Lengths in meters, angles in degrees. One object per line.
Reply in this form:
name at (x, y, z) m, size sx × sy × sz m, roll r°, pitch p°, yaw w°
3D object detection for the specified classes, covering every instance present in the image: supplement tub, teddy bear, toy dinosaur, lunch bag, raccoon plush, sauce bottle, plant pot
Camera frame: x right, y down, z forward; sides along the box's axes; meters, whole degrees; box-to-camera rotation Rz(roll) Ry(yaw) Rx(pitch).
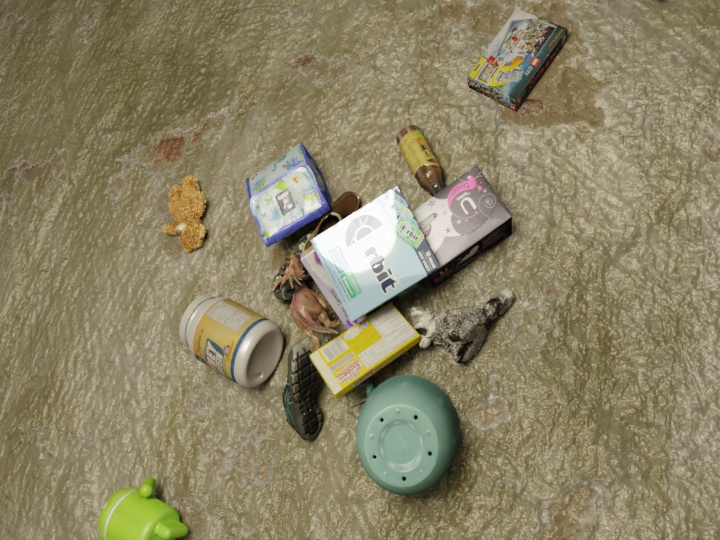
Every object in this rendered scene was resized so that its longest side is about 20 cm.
supplement tub at (-0.278, 0.147, 1.154) m, size 0.195 × 0.145 × 0.149 m, roll 22°, pitch 79°, yaw 25°
teddy bear at (-0.448, -0.149, 1.364) m, size 0.139 × 0.067 × 0.208 m, roll -9°, pitch 68°, yaw 20°
toy dinosaur at (-0.112, 0.067, 1.046) m, size 0.085 × 0.137 × 0.201 m, roll -35°, pitch 33°, yaw -2°
lunch bag at (-0.160, -0.163, 1.208) m, size 0.166 × 0.128 × 0.204 m, roll -29°, pitch 48°, yaw 10°
raccoon plush at (0.191, 0.091, 1.055) m, size 0.197 × 0.099 × 0.133 m, roll -31°, pitch 46°, yaw -25°
sauce bottle at (0.143, -0.225, 1.174) m, size 0.063 × 0.065 × 0.205 m, roll -28°, pitch 66°, yaw 8°
plant pot at (0.077, 0.293, 0.938) m, size 0.192 × 0.161 × 0.210 m, roll -1°, pitch 82°, yaw 10°

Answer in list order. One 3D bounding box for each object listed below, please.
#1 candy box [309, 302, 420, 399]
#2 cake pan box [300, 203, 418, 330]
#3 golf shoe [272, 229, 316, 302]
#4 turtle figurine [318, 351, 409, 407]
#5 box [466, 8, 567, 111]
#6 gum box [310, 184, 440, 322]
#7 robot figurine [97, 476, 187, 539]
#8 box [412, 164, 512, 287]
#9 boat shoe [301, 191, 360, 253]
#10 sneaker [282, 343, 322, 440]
candy box at (0.009, 0.148, 1.019) m, size 0.196 × 0.027 × 0.103 m, roll -31°, pitch 53°, yaw -16°
cake pan box at (0.000, 0.000, 1.096) m, size 0.180 × 0.053 × 0.203 m, roll -31°, pitch 108°, yaw 6°
golf shoe at (-0.129, -0.013, 1.192) m, size 0.077 × 0.088 × 0.200 m, roll 42°, pitch 63°, yaw 1°
turtle figurine at (-0.005, 0.191, 1.068) m, size 0.198 × 0.101 × 0.151 m, roll -38°, pitch 65°, yaw -4°
box at (0.348, -0.472, 1.196) m, size 0.135 × 0.038 × 0.202 m, roll 36°, pitch 87°, yaw 27°
gum box at (0.028, -0.030, 1.008) m, size 0.196 × 0.044 × 0.174 m, roll -31°, pitch 83°, yaw 8°
robot figurine at (-0.454, 0.526, 1.103) m, size 0.193 × 0.116 × 0.182 m, roll 13°, pitch 79°, yaw 24°
box at (0.188, -0.086, 1.071) m, size 0.197 × 0.115 × 0.135 m, roll -34°, pitch 71°, yaw 5°
boat shoe at (-0.051, -0.100, 1.164) m, size 0.074 × 0.075 × 0.206 m, roll 34°, pitch 62°, yaw -6°
sneaker at (-0.129, 0.240, 1.067) m, size 0.077 × 0.074 × 0.208 m, roll 14°, pitch 114°, yaw 39°
